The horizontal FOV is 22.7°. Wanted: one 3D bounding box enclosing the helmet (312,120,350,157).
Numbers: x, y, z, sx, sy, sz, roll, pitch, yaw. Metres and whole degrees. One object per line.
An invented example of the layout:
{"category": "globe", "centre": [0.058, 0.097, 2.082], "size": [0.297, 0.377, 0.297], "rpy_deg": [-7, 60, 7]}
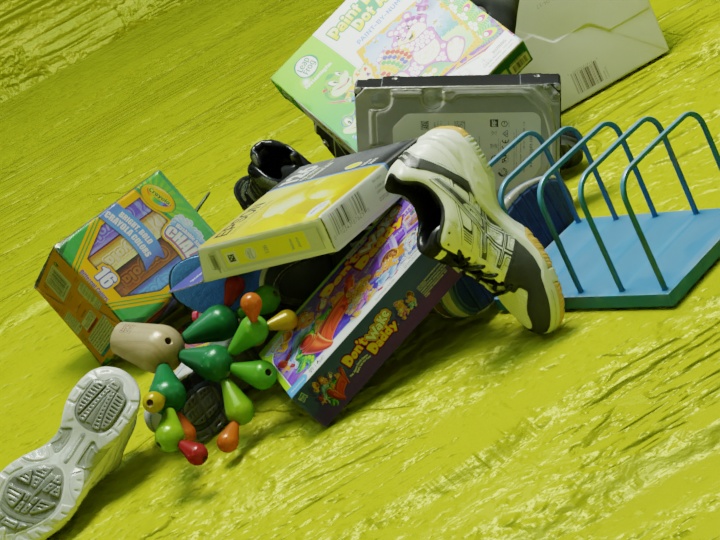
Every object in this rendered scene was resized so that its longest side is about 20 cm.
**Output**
{"category": "helmet", "centre": [0.040, -0.187, 1.995], "size": [0.200, 0.200, 0.191], "rpy_deg": [-23, 51, 10]}

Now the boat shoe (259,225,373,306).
{"category": "boat shoe", "centre": [0.000, 0.000, 1.725], "size": [0.200, 0.075, 0.062], "rpy_deg": [-9, 26, -30]}

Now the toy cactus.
{"category": "toy cactus", "centre": [-0.154, 0.077, 1.612], "size": [0.165, 0.102, 0.200], "rpy_deg": [13, 61, 25]}

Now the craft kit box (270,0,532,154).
{"category": "craft kit box", "centre": [0.041, -0.209, 1.859], "size": [0.200, 0.049, 0.198], "rpy_deg": [-47, 56, -3]}

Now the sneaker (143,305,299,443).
{"category": "sneaker", "centre": [-0.132, 0.089, 1.714], "size": [0.200, 0.075, 0.087], "rpy_deg": [-38, 17, -31]}

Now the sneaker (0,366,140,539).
{"category": "sneaker", "centre": [-0.265, 0.187, 1.652], "size": [0.200, 0.078, 0.099], "rpy_deg": [-49, -17, -13]}

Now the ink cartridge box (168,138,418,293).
{"category": "ink cartridge box", "centre": [-0.062, -0.054, 1.680], "size": [0.200, 0.047, 0.198], "rpy_deg": [-10, 20, 33]}

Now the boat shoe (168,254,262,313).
{"category": "boat shoe", "centre": [-0.095, 0.017, 1.793], "size": [0.200, 0.084, 0.069], "rpy_deg": [5, 4, -16]}

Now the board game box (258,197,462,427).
{"category": "board game box", "centre": [0.003, 0.034, 1.618], "size": [0.200, 0.045, 0.134], "rpy_deg": [-48, 21, 0]}

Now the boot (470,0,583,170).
{"category": "boot", "centre": [0.153, -0.205, 1.883], "size": [0.165, 0.066, 0.200], "rpy_deg": [3, 63, 3]}

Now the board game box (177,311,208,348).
{"category": "board game box", "centre": [-0.129, 0.038, 1.873], "size": [0.200, 0.039, 0.158], "rpy_deg": [-20, 21, 20]}

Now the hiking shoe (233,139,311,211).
{"category": "hiking shoe", "centre": [-0.098, -0.114, 2.123], "size": [0.076, 0.101, 0.200], "rpy_deg": [-36, 22, -25]}

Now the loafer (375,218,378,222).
{"category": "loafer", "centre": [0.099, -0.076, 1.830], "size": [0.200, 0.067, 0.076], "rpy_deg": [-21, 21, 17]}

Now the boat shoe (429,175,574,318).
{"category": "boat shoe", "centre": [0.122, -0.025, 1.673], "size": [0.200, 0.072, 0.072], "rpy_deg": [-38, 15, -37]}

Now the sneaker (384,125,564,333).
{"category": "sneaker", "centre": [0.092, -0.020, 1.522], "size": [0.088, 0.200, 0.076], "rpy_deg": [-34, 1, -27]}

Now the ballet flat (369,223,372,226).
{"category": "ballet flat", "centre": [-0.019, -0.036, 1.885], "size": [0.063, 0.069, 0.200], "rpy_deg": [-51, 5, 11]}

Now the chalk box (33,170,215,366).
{"category": "chalk box", "centre": [-0.233, -0.013, 1.959], "size": [0.200, 0.124, 0.125], "rpy_deg": [-39, -5, -30]}

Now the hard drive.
{"category": "hard drive", "centre": [0.096, -0.120, 1.749], "size": [0.200, 0.140, 0.038], "rpy_deg": [0, 24, 5]}

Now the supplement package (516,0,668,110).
{"category": "supplement package", "centre": [0.220, -0.277, 2.048], "size": [0.200, 0.156, 0.111], "rpy_deg": [-29, 21, -7]}

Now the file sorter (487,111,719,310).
{"category": "file sorter", "centre": [0.208, -0.053, 1.562], "size": [0.200, 0.123, 0.139], "rpy_deg": [-2, 32, 48]}
